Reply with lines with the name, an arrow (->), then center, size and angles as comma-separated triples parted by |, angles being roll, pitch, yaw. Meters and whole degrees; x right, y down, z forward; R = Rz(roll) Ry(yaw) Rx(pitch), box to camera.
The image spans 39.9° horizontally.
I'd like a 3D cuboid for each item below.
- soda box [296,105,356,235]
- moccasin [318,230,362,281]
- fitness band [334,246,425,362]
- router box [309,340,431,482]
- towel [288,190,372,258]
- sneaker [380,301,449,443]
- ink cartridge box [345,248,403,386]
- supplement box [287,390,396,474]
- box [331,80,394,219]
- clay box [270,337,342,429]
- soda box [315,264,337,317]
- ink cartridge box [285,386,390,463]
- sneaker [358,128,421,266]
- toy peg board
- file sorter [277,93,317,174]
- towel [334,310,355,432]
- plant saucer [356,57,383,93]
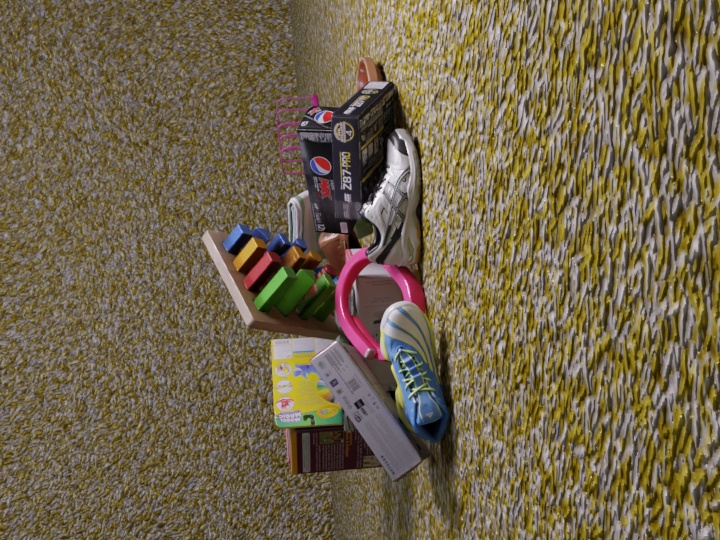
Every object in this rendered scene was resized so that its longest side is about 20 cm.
soda box -> -0.046, -0.154, 1.541 | 0.071, 0.063, 0.200 | -67, -23, -45
moccasin -> 0.001, -0.001, 1.766 | 0.201, 0.078, 0.074 | 64, -145, -31
fitness band -> 0.026, 0.049, 1.494 | 0.200, 0.037, 0.144 | 49, 119, 47
router box -> 0.019, 0.197, 1.401 | 0.200, 0.049, 0.179 | 54, -178, 11
towel -> -0.048, -0.094, 1.795 | 0.031, 0.200, 0.149 | 29, 131, 36
sneaker -> 0.083, 0.141, 1.313 | 0.105, 0.076, 0.200 | -130, 23, -62
ink cartridge box -> 0.025, 0.078, 1.673 | 0.146, 0.085, 0.200 | -111, 20, -68
supplement box -> -0.027, 0.284, 1.739 | 0.086, 0.200, 0.110 | -102, 10, -52
box -> 0.008, -0.188, 1.516 | 0.200, 0.049, 0.161 | -57, -32, -59
clay box -> -0.093, 0.199, 1.693 | 0.200, 0.115, 0.048 | -98, 6, -48
soda box -> -0.065, 0.076, 1.865 | 0.200, 0.064, 0.068 | 86, 173, -54
ink cartridge box -> -0.043, 0.279, 1.886 | 0.084, 0.200, 0.145 | -112, 19, -78
sneaker -> 0.040, -0.103, 1.427 | 0.076, 0.088, 0.200 | -127, 35, -81
toy peg board -> -0.120, -0.002, 1.603 | 0.098, 0.200, 0.199 | -47, 54, 24
file sorter -> -0.185, -0.405, 2.974 | 0.139, 0.125, 0.200 | 96, 168, -58
towel -> -0.022, 0.157, 1.693 | 0.200, 0.031, 0.149 | -100, 10, -54
plant saucer -> 0.021, -0.270, 1.727 | 0.200, 0.032, 0.200 | 177, 90, -83
